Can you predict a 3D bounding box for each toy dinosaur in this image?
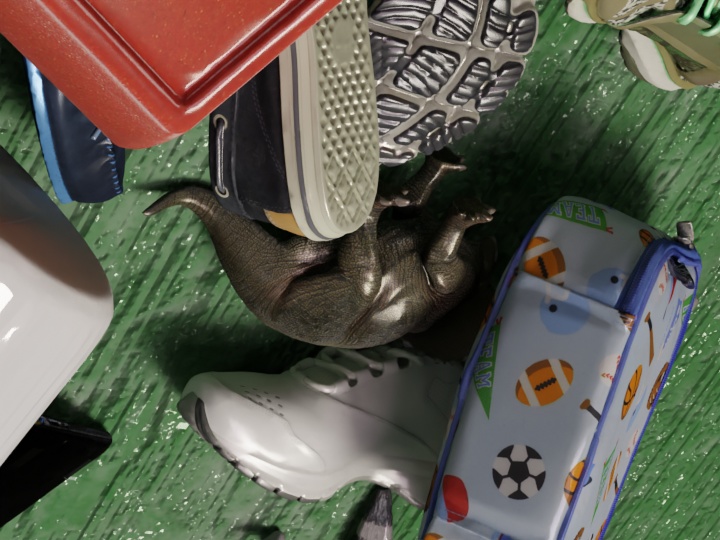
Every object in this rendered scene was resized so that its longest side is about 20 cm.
[{"bbox_3d":[0.000,0.000,1.019,0.199,0.077,0.103,-3,124,-32],"label":"toy dinosaur"}]

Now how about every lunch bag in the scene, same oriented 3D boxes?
[{"bbox_3d":[0.096,0.062,1.064,0.201,0.075,0.160,-67,163,2],"label":"lunch bag"}]

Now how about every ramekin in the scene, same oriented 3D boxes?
[{"bbox_3d":[-0.180,-0.013,0.814,0.098,0.201,0.200,-45,137,5],"label":"ramekin"}]

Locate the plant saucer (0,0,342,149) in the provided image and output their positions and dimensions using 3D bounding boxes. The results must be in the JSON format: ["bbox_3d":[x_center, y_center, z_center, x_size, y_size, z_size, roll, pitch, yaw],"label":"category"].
[{"bbox_3d":[-0.045,-0.141,0.732,0.199,0.037,0.200,-39,140,4],"label":"plant saucer"}]

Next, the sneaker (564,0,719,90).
[{"bbox_3d":[0.147,-0.114,0.945,0.077,0.088,0.200,-67,158,1],"label":"sneaker"}]

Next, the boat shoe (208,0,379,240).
[{"bbox_3d":[-0.032,-0.112,0.860,0.074,0.062,0.202,-16,105,-60],"label":"boat shoe"}]

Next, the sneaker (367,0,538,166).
[{"bbox_3d":[0.038,-0.127,0.917,0.077,0.080,0.201,23,112,-31],"label":"sneaker"}]

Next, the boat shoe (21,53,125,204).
[{"bbox_3d":[-0.095,-0.105,0.855,0.068,0.085,0.201,-8,137,-8],"label":"boat shoe"}]

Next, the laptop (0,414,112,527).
[{"bbox_3d":[-0.237,0.076,1.000,0.187,0.116,0.200,-35,167,5],"label":"laptop"}]

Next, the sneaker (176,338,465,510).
[{"bbox_3d":[-0.002,0.061,1.093,0.199,0.074,0.088,8,114,-44],"label":"sneaker"}]

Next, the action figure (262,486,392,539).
[{"bbox_3d":[0.025,0.214,1.221,0.198,0.105,0.194,3,138,0],"label":"action figure"}]
